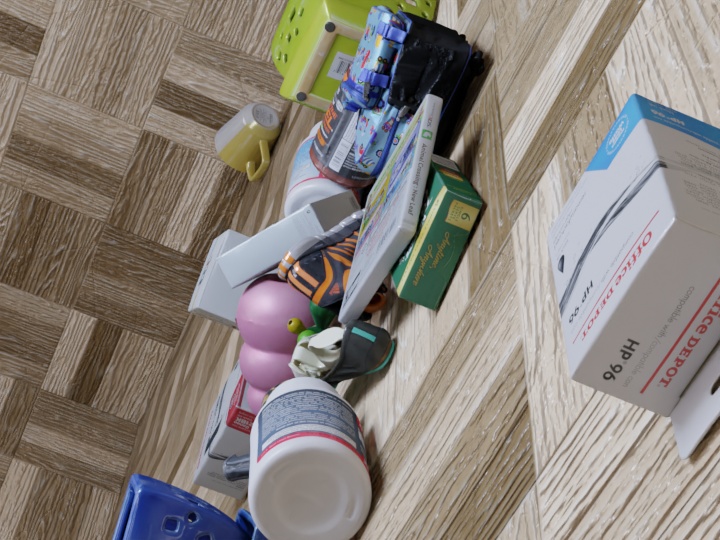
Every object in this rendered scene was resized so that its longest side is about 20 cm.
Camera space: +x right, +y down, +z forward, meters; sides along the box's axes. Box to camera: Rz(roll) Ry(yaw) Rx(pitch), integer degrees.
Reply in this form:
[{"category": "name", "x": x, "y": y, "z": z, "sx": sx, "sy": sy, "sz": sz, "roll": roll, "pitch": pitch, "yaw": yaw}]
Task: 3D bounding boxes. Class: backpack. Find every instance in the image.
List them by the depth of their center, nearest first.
[{"category": "backpack", "x": 0.045, "y": -0.195, "z": 1.597, "sx": 0.183, "sy": 0.134, "sz": 0.201, "roll": -100, "pitch": 31, "yaw": -72}]

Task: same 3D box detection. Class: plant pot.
[{"category": "plant pot", "x": -0.209, "y": 0.362, "z": 1.611, "sx": 0.200, "sy": 0.179, "sz": 0.201, "roll": 163, "pitch": 122, "yaw": -76}, {"category": "plant pot", "x": -0.009, "y": -0.328, "z": 1.976, "sx": 0.182, "sy": 0.199, "sz": 0.199, "roll": -92, "pitch": 26, "yaw": -52}]

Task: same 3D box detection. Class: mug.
[{"category": "mug", "x": -0.271, "y": -0.346, "z": 3.558, "sx": 0.149, "sy": 0.187, "sz": 0.153, "roll": -33, "pitch": -9, "yaw": -45}]

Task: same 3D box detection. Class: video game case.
[{"category": "video game case", "x": 0.032, "y": -0.062, "z": 1.458, "sx": 0.200, "sy": 0.022, "sz": 0.183, "roll": 122, "pitch": 165, "yaw": -54}]

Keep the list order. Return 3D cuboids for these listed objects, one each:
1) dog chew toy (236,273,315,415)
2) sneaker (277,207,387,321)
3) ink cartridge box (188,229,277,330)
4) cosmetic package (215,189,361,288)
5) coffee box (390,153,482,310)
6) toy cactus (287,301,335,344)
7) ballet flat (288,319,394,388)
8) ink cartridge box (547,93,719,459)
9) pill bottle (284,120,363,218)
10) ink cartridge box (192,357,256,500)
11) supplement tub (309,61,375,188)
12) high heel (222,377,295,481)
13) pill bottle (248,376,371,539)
[{"category": "dog chew toy", "x": -0.105, "y": 0.108, "z": 1.797, "sx": 0.125, "sy": 0.124, "sz": 0.201, "roll": -118, "pitch": 33, "yaw": -76}, {"category": "sneaker", "x": 0.000, "y": 0.000, "z": 1.599, "sx": 0.200, "sy": 0.112, "sz": 0.078, "roll": -31, "pitch": -24, "yaw": -44}, {"category": "ink cartridge box", "x": -0.201, "y": 0.027, "z": 2.351, "sx": 0.200, "sy": 0.145, "sz": 0.145, "roll": 166, "pitch": 125, "yaw": -78}, {"category": "cosmetic package", "x": -0.090, "y": -0.044, "z": 1.826, "sx": 0.150, "sy": 0.052, "sz": 0.200, "roll": -27, "pitch": 1, "yaw": 18}, {"category": "coffee box", "x": 0.070, "y": -0.047, "z": 1.412, "sx": 0.200, "sy": 0.044, "sz": 0.123, "roll": -103, "pitch": 36, "yaw": -72}, {"category": "toy cactus", "x": -0.038, "y": 0.060, "z": 1.688, "sx": 0.200, "sy": 0.102, "sz": 0.166, "roll": -88, "pitch": 4, "yaw": -55}, {"category": "ballet flat", "x": -0.034, "y": 0.097, "z": 1.514, "sx": 0.200, "sy": 0.068, "sz": 0.068, "roll": -38, "pitch": 25, "yaw": 53}, {"category": "ink cartridge box", "x": 0.168, "y": -0.002, "z": 0.773, "sx": 0.200, "sy": 0.068, "sz": 0.116, "roll": -87, "pitch": 21, "yaw": -59}, {"category": "pill bottle", "x": -0.047, "y": -0.138, "z": 2.006, "sx": 0.200, "sy": 0.108, "sz": 0.109, "roll": -82, "pitch": 17, "yaw": -52}, {"category": "ink cartridge box", "x": -0.162, "y": 0.213, "z": 1.958, "sx": 0.145, "sy": 0.083, "sz": 0.200, "roll": -81, "pitch": 16, "yaw": -46}, {"category": "supplement tub", "x": 0.011, "y": -0.219, "z": 1.879, "sx": 0.107, "sy": 0.107, "sz": 0.200, "roll": -84, "pitch": 18, "yaw": -55}, {"category": "high heel", "x": -0.059, "y": 0.178, "z": 1.600, "sx": 0.142, "sy": 0.072, "sz": 0.200, "roll": -14, "pitch": 24, "yaw": 36}, {"category": "pill bottle", "x": -0.053, "y": 0.186, "z": 1.374, "sx": 0.200, "sy": 0.119, "sz": 0.120, "roll": -101, "pitch": 35, "yaw": -71}]
